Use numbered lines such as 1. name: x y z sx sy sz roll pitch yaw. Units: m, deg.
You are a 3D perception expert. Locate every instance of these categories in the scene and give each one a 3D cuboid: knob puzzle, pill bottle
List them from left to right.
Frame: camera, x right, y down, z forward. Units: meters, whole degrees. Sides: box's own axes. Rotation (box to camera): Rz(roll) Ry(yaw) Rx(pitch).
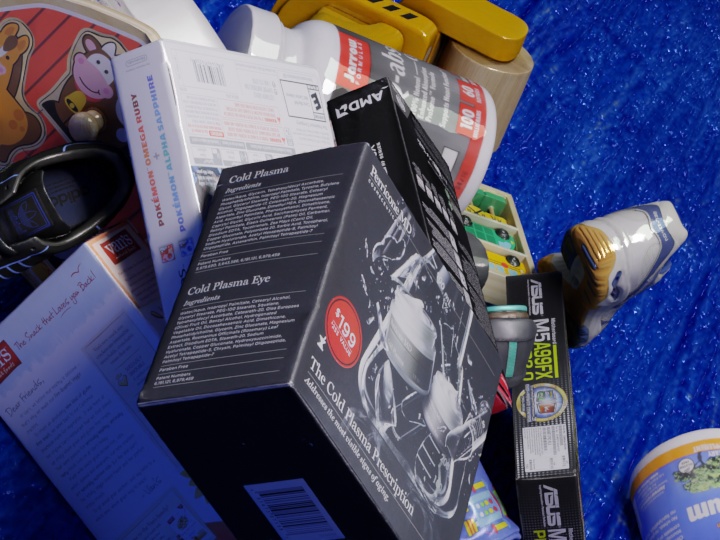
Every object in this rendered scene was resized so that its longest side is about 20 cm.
1. knob puzzle: -0.194 -0.088 1.633 0.220 0.219 0.030 49 34 0
2. pill bottle: -0.011 -0.113 1.874 0.199 0.116 0.116 20 41 -22
3. pill bottle: 0.279 0.231 1.962 0.112 0.112 0.201 21 41 -37

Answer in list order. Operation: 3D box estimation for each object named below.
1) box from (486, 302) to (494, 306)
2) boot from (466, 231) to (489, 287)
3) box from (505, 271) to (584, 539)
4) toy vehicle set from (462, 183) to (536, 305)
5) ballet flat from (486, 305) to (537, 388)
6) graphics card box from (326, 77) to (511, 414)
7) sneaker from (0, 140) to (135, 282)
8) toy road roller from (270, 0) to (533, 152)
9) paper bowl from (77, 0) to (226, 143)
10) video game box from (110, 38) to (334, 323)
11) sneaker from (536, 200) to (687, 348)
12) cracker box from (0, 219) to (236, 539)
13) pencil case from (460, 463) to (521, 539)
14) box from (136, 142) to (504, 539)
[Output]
1. box: 0.052 0.036 1.957 0.145 0.036 0.200 53 33 5
2. boot: 0.000 0.000 1.796 0.199 0.066 0.165 8 11 -26
3. box: 0.136 0.126 1.871 0.201 0.044 0.161 -89 172 -46
4. toy vehicle set: 0.036 -0.042 1.962 0.199 0.027 0.125 18 32 -24
5. ballet flat: 0.074 0.060 1.815 0.073 0.073 0.200 44 -11 -9
6. graphics card box: 0.038 -0.012 1.691 0.126 0.051 0.201 50 23 -55
7. sneaker: -0.226 -0.025 1.550 0.199 0.078 0.070 -29 96 -15
8. toy road roller: 0.020 -0.153 1.985 0.199 0.123 0.146 26 30 7
9. paper bowl: -0.142 -0.125 1.736 0.201 0.104 0.201 56 -5 8
10. video game box: -0.069 -0.042 1.597 0.200 0.047 0.184 3 71 -63
11. sneaker: 0.189 0.003 1.914 0.088 0.200 0.076 -22 83 -12
12. cracker box: -0.134 0.089 1.586 0.200 0.134 0.058 51 31 2
13. pencil case: 0.029 0.125 1.800 0.201 0.087 0.078 59 9 12
14. box: -0.017 0.064 1.484 0.200 0.103 0.183 57 36 -38
